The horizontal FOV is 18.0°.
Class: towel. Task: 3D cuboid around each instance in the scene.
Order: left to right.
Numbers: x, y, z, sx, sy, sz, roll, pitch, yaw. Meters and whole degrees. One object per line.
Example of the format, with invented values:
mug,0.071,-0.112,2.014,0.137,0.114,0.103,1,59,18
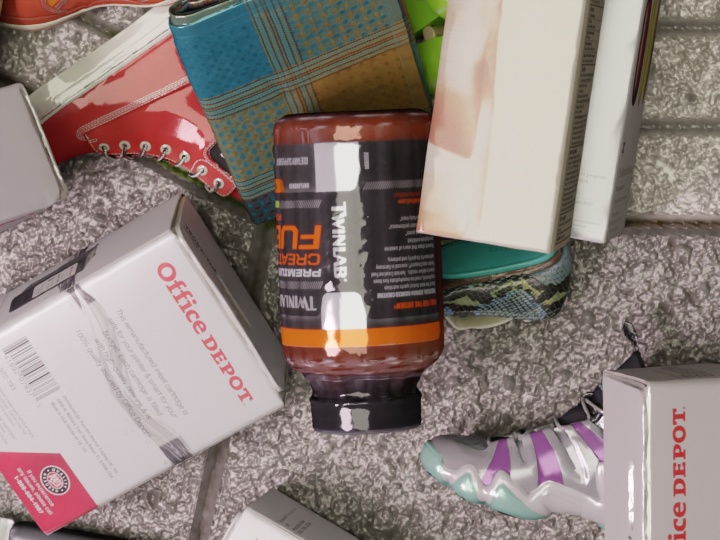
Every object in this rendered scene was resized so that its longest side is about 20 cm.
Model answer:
towel,-0.031,-0.121,1.470,0.146,0.201,0.022,-19,49,1

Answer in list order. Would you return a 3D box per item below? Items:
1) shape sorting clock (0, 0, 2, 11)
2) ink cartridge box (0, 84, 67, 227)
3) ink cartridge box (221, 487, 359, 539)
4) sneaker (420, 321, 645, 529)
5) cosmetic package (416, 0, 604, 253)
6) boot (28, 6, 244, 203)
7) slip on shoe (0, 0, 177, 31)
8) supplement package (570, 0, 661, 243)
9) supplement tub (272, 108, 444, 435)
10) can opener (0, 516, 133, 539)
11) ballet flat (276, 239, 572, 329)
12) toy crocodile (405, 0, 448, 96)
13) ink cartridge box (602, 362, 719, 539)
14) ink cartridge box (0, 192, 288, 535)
shape sorting clock,-0.330,-0.193,1.572,0.199,0.039,0.202,-3,84,31
ink cartridge box,-0.305,-0.042,1.496,0.199,0.145,0.085,-22,90,53
ink cartridge box,-0.019,0.262,1.548,0.199,0.084,0.147,31,101,7
sneaker,0.148,0.099,1.510,0.198,0.078,0.141,14,96,0
cosmetic package,0.094,-0.118,1.367,0.086,0.103,0.202,10,95,12
boot,-0.150,-0.081,1.553,0.199,0.072,0.145,-34,90,9
slip on shoe,-0.196,-0.205,1.530,0.199,0.061,0.075,0,76,35
supplement package,0.128,-0.129,1.468,0.109,0.114,0.202,10,98,12
supplement tub,0.000,0.000,1.439,0.106,0.107,0.202,-2,92,11
can opener,-0.235,0.205,1.601,0.198,0.066,0.053,9,96,6
ballet flat,0.044,0.016,1.526,0.198,0.074,0.075,-3,95,13
toy crocodile,0.024,-0.209,1.512,0.067,0.062,0.201,-32,83,33
ink cartridge box,0.257,0.132,1.444,0.198,0.084,0.146,-2,95,-14
ink cartridge box,-0.165,0.063,1.543,0.199,0.083,0.146,-29,107,12
